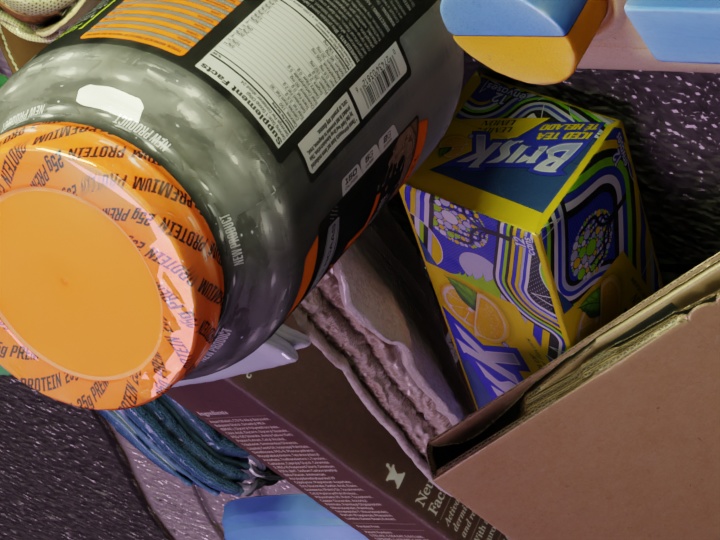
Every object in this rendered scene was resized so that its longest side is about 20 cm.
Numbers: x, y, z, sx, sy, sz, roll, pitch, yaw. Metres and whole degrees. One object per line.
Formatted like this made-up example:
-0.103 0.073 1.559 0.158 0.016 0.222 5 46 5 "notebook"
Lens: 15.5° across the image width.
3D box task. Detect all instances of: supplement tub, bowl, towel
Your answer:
-0.053 -0.043 0.912 0.122 0.200 0.123 14 124 21 "supplement tub"
0.024 0.151 1.418 0.200 0.040 0.201 4 168 1 "bowl"
0.000 0.000 1.105 0.034 0.133 0.200 -24 145 10 "towel"
-0.128 0.049 1.363 0.112 0.049 0.200 45 174 -26 "towel"

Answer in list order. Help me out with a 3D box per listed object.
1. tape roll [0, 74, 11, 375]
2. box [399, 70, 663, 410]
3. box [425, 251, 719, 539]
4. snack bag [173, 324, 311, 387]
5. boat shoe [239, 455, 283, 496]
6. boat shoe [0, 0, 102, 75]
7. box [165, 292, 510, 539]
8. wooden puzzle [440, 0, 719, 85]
-0.201 -0.025 1.211 0.200 0.048 0.201 12 149 8 "tape roll"
0.079 0.016 1.070 0.070 0.064 0.200 22 151 31 "box"
0.144 0.078 1.074 0.163 0.021 0.200 -34 136 17 "box"
-0.129 -0.015 1.071 0.200 0.021 0.188 35 165 -13 "snack bag"
-0.048 0.090 1.398 0.073 0.062 0.200 24 173 -35 "boat shoe"
-0.117 -0.122 0.971 0.075 0.074 0.200 21 148 7 "boat shoe"
0.001 0.055 1.250 0.200 0.100 0.075 37 157 -26 "box"
0.071 -0.113 0.851 0.185 0.046 0.200 6 151 43 "wooden puzzle"
